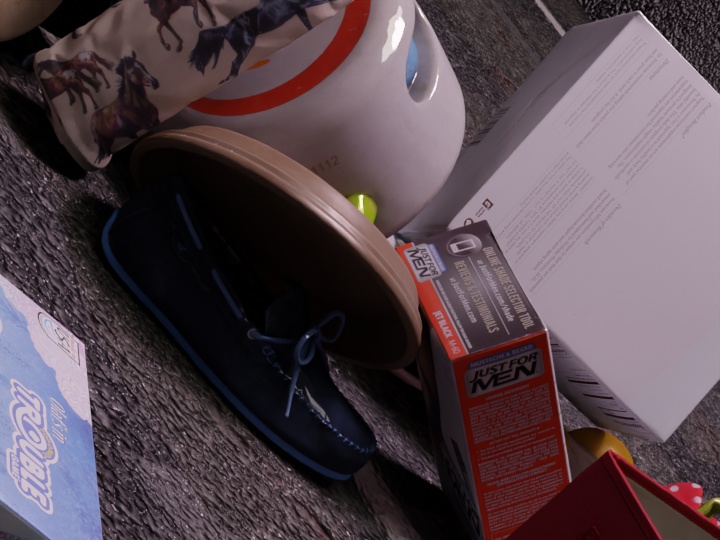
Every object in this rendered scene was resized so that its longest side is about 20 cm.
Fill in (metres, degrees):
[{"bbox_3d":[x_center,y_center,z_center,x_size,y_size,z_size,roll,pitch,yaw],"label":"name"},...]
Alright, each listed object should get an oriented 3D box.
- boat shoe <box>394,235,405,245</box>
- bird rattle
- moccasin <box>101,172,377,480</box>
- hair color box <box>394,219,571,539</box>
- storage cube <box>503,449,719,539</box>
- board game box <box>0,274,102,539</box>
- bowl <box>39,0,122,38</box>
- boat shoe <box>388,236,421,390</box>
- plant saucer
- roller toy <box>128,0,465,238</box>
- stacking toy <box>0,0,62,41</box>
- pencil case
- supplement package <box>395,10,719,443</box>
[{"bbox_3d":[-0.007,-0.045,1.907,0.071,0.070,0.201,31,10,18],"label":"boat shoe"},{"bbox_3d":[0.177,0.147,1.832,0.163,0.113,0.200,41,11,-4],"label":"bird rattle"},{"bbox_3d":[-0.057,0.032,1.504,0.200,0.068,0.081,45,14,-12],"label":"moccasin"},{"bbox_3d":[0.077,0.084,1.595,0.111,0.064,0.201,-116,-168,-50],"label":"hair color box"},{"bbox_3d":[0.135,0.231,1.311,0.200,0.180,0.171,36,18,-42],"label":"storage cube"},{"bbox_3d":[-0.193,0.033,1.133,0.199,0.043,0.200,43,14,-26],"label":"board game box"},{"bbox_3d":[-0.191,-0.226,1.632,0.200,0.039,0.201,38,-32,29],"label":"bowl"},{"bbox_3d":[0.000,0.000,1.760,0.200,0.074,0.065,43,10,-16],"label":"boat shoe"},{"bbox_3d":[-0.044,-0.016,1.538,0.199,0.030,0.200,32,-19,13],"label":"plant saucer"},{"bbox_3d":[-0.040,-0.111,1.662,0.200,0.183,0.140,30,-20,41],"label":"roller toy"},{"bbox_3d":[-0.256,-0.229,1.610,0.200,0.085,0.085,49,13,23],"label":"stacking toy"},{"bbox_3d":[-0.095,-0.142,1.561,0.078,0.199,0.090,54,6,-24],"label":"pencil case"},{"bbox_3d":[0.167,-0.027,1.768,0.200,0.191,0.147,44,-8,-10],"label":"supplement package"}]
